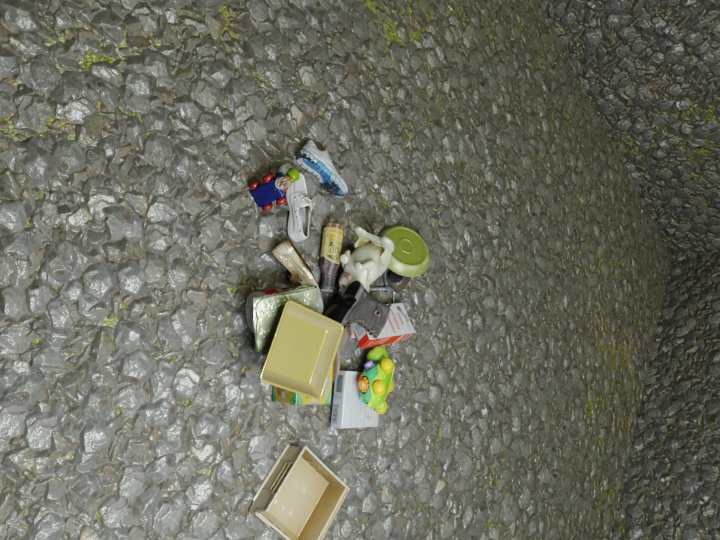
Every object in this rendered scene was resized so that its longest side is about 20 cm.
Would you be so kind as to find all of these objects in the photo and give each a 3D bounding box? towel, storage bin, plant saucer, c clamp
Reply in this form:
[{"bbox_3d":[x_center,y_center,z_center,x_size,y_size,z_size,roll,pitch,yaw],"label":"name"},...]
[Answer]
[{"bbox_3d":[-0.186,0.121,1.347,0.197,0.036,0.152,-13,107,-39],"label":"towel"},{"bbox_3d":[-0.163,0.610,1.409,0.201,0.093,0.200,51,56,-24],"label":"storage bin"},{"bbox_3d":[-0.152,0.201,1.325,0.198,0.048,0.204,29,73,-38],"label":"plant saucer"},{"bbox_3d":[0.045,0.037,1.702,0.197,0.027,0.176,7,80,-40],"label":"c clamp"},{"bbox_3d":[0.147,-0.073,1.738,0.195,0.031,0.204,12,55,-17],"label":"plant saucer"}]

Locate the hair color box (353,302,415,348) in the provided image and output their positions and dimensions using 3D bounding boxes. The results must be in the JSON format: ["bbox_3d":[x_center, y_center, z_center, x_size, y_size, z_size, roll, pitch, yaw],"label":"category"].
[{"bbox_3d":[0.068,0.171,1.656,0.197,0.064,0.113,-3,59,-39],"label":"hair color box"}]

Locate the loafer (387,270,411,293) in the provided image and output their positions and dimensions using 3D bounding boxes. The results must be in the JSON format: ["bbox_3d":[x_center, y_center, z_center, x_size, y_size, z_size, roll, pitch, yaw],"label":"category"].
[{"bbox_3d":[0.144,0.000,1.767,0.201,0.072,0.072,-53,147,-40],"label":"loafer"}]

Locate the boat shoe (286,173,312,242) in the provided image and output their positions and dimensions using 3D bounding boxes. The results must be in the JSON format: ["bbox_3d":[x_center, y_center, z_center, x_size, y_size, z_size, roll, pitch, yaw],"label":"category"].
[{"bbox_3d":[-0.168,-0.186,1.518,0.070,0.068,0.206,1,85,-50],"label":"boat shoe"}]

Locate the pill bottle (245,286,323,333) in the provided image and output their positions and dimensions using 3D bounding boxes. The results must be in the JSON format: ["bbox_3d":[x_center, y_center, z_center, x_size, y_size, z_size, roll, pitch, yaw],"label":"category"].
[{"bbox_3d":[-0.203,0.104,1.428,0.197,0.111,0.115,-6,88,-41],"label":"pill bottle"}]

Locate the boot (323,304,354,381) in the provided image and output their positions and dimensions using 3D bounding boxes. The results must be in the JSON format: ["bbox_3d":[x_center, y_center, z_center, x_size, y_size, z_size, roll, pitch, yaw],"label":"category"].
[{"bbox_3d":[-0.065,0.203,1.555,0.145,0.069,0.205,-24,109,-59],"label":"boot"}]

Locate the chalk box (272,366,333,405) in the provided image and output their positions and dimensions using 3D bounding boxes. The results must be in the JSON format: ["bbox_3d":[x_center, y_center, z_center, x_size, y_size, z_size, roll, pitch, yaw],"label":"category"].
[{"bbox_3d":[-0.155,0.259,1.442,0.122,0.123,0.205,10,77,-38],"label":"chalk box"}]

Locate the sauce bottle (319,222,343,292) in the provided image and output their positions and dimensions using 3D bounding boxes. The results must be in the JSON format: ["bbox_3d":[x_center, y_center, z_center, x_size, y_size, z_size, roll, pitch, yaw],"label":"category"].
[{"bbox_3d":[-0.089,-0.039,1.574,0.065,0.065,0.205,12,77,-38],"label":"sauce bottle"}]

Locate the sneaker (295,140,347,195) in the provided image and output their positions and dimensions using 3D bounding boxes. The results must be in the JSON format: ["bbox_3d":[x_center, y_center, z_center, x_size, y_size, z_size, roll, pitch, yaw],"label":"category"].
[{"bbox_3d":[-0.102,-0.313,1.597,0.200,0.074,0.088,44,53,-27],"label":"sneaker"}]

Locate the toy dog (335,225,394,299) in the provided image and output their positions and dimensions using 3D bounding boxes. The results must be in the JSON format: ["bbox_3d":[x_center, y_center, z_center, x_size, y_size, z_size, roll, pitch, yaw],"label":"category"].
[{"bbox_3d":[0.000,0.000,1.587,0.202,0.137,0.195,-58,160,-17],"label":"toy dog"}]

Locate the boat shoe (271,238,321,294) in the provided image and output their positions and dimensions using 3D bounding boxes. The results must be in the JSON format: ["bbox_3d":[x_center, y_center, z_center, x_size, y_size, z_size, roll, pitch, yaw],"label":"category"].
[{"bbox_3d":[-0.180,0.002,1.499,0.064,0.071,0.202,-33,118,-2],"label":"boat shoe"}]

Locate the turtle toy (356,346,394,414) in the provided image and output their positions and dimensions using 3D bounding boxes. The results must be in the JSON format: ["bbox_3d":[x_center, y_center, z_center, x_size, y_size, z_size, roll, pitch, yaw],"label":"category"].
[{"bbox_3d":[0.047,0.319,1.573,0.148,0.099,0.202,84,23,-47],"label":"turtle toy"}]

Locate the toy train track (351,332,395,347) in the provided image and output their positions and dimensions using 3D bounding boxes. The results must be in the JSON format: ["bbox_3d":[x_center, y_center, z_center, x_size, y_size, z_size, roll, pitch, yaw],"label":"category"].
[{"bbox_3d":[0.045,0.216,1.675,0.197,0.032,0.118,17,74,-37],"label":"toy train track"}]

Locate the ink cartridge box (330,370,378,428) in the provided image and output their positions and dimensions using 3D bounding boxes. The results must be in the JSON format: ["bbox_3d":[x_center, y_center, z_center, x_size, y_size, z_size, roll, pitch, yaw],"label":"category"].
[{"bbox_3d":[-0.011,0.395,1.610,0.199,0.056,0.167,23,68,-58],"label":"ink cartridge box"}]

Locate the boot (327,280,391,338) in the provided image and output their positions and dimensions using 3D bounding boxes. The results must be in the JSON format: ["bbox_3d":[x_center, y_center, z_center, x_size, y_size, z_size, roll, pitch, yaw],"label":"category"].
[{"bbox_3d":[0.001,0.146,1.510,0.174,0.069,0.202,44,75,-37],"label":"boot"}]

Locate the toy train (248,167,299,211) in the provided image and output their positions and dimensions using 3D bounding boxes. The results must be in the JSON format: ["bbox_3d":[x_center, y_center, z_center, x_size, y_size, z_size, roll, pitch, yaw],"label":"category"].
[{"bbox_3d":[-0.203,-0.238,1.418,0.116,0.198,0.086,-46,112,-39],"label":"toy train"}]
